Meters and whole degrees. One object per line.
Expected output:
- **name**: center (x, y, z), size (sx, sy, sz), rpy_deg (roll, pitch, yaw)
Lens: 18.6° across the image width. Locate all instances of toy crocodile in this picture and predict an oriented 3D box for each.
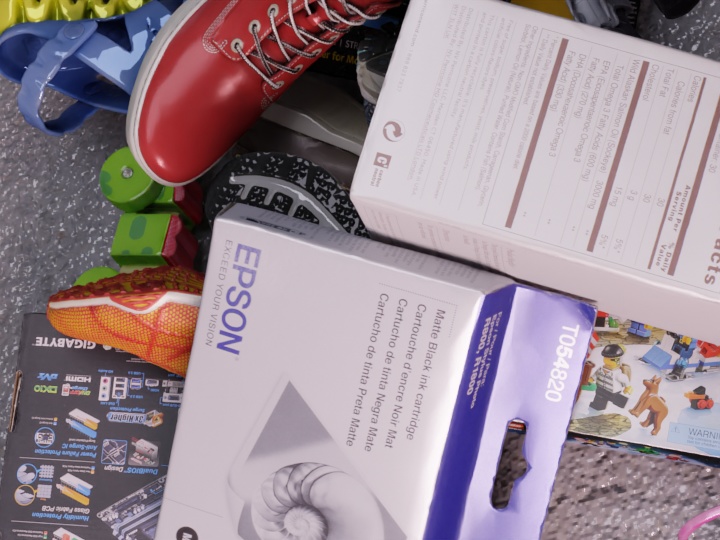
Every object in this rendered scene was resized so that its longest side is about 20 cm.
- **toy crocodile**: center (-0.126, -0.008, 1.324), size (0.061, 0.068, 0.202), rpy_deg (2, 68, 23)

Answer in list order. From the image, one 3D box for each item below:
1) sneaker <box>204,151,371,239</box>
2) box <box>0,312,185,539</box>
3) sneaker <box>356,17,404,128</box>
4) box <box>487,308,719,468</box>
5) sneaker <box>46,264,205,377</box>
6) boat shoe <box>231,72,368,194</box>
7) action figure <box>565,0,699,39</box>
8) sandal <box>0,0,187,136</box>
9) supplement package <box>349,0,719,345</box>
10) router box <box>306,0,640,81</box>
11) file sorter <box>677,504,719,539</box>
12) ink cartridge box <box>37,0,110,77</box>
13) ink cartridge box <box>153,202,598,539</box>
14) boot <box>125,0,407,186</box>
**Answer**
- **sneaker**: center (0.000, 0.000, 1.244), size (0.199, 0.080, 0.074), rpy_deg (28, 80, 16)
- **box**: center (-0.101, 0.128, 1.223), size (0.198, 0.050, 0.201), rpy_deg (3, 73, 5)
- **sneaker**: center (0.096, -0.083, 1.222), size (0.198, 0.087, 0.078), rpy_deg (13, 46, 13)
- **box**: center (0.175, 0.030, 1.153), size (0.198, 0.038, 0.138), rpy_deg (9, 78, 8)
- **sneaker**: center (-0.080, 0.040, 1.191), size (0.198, 0.073, 0.078), rpy_deg (7, 105, 18)
- **boat shoe**: center (0.010, -0.053, 1.292), size (0.199, 0.072, 0.060), rpy_deg (27, 121, 19)
- **action figure**: center (0.112, -0.210, 1.193), size (0.130, 0.069, 0.201), rpy_deg (-40, 60, 21)
- **sandal**: center (-0.130, -0.127, 1.318), size (0.198, 0.080, 0.088), rpy_deg (-10, 51, 10)
- **supplement package**: center (0.109, -0.050, 1.097), size (0.198, 0.117, 0.118), rpy_deg (17, 81, 9)
- **router box**: center (0.067, -0.173, 1.291), size (0.198, 0.051, 0.151), rpy_deg (14, 100, 27)
- **file sorter**: center (0.246, 0.200, 1.038), size (0.138, 0.125, 0.201), rpy_deg (-24, 60, 11)
- **ink cartridge box**: center (-0.138, -0.200, 1.369), size (0.198, 0.148, 0.086), rpy_deg (-11, 63, 19)
- **ink cartridge box**: center (0.004, 0.085, 1.131), size (0.198, 0.041, 0.201), rpy_deg (15, 109, 9)
- **boot**: center (-0.043, -0.128, 1.212), size (0.201, 0.072, 0.144), rpy_deg (-54, 27, -9)
